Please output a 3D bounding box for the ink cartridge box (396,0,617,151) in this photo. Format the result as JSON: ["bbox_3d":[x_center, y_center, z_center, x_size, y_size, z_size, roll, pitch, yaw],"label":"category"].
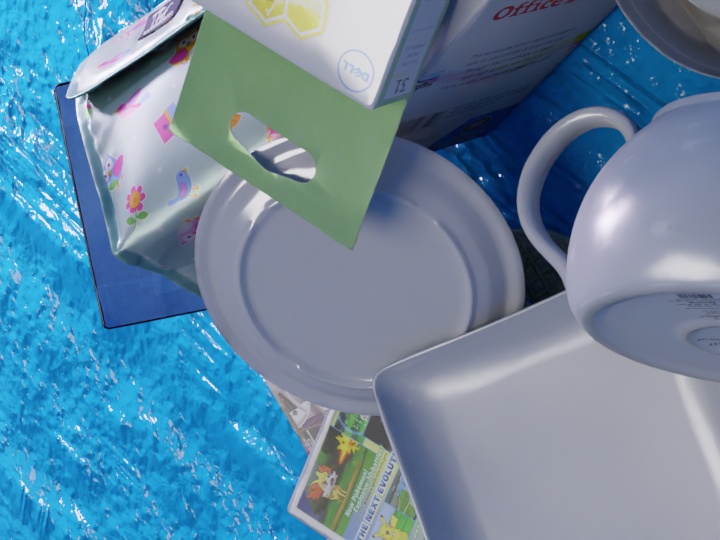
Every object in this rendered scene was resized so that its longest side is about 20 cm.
[{"bbox_3d":[0.042,-0.172,1.048,0.200,0.147,0.145,-44,71,48],"label":"ink cartridge box"}]

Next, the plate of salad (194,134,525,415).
[{"bbox_3d":[0.000,0.000,1.074,0.199,0.048,0.201,6,122,9],"label":"plate of salad"}]

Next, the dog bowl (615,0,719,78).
[{"bbox_3d":[0.207,-0.195,0.898,0.200,0.059,0.201,12,106,47],"label":"dog bowl"}]

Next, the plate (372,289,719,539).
[{"bbox_3d":[0.126,0.114,1.022,0.199,0.032,0.200,-24,72,15],"label":"plate"}]

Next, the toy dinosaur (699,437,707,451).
[{"bbox_3d":[0.188,0.107,1.074,0.200,0.047,0.088,45,141,33],"label":"toy dinosaur"}]

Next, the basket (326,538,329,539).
[{"bbox_3d":[0.034,0.288,1.181,0.200,0.198,0.161,42,168,30],"label":"basket"}]

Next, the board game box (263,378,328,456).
[{"bbox_3d":[-0.035,0.020,1.257,0.120,0.032,0.200,-33,86,20],"label":"board game box"}]

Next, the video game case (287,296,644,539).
[{"bbox_3d":[0.062,0.106,1.110,0.182,0.022,0.200,30,106,26],"label":"video game case"}]

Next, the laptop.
[{"bbox_3d":[-0.101,-0.056,1.290,0.200,0.116,0.188,3,108,49],"label":"laptop"}]

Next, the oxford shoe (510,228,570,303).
[{"bbox_3d":[0.096,0.009,1.135,0.200,0.058,0.075,15,89,31],"label":"oxford shoe"}]

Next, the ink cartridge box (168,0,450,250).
[{"bbox_3d":[-0.037,-0.124,0.968,0.145,0.048,0.200,34,119,22],"label":"ink cartridge box"}]

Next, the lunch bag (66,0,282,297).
[{"bbox_3d":[-0.099,-0.114,1.197,0.170,0.122,0.200,-33,58,22],"label":"lunch bag"}]

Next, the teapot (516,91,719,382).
[{"bbox_3d":[0.199,-0.031,0.921,0.197,0.199,0.146,131,151,-70],"label":"teapot"}]
